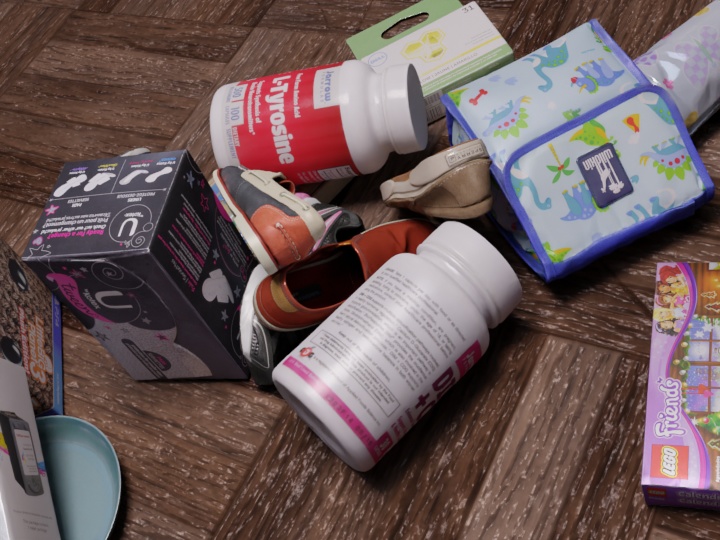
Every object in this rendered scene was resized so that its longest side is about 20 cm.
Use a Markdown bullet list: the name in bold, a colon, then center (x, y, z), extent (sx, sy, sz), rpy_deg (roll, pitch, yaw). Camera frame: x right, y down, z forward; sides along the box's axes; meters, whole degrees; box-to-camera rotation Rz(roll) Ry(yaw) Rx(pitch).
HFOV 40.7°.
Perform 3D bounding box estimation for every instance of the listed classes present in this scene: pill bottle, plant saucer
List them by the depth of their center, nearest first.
- **pill bottle**: center (0.034, 0.059, 0.806), extent (0.200, 0.114, 0.113), rpy_deg (-43, 50, -13)
- **plant saucer**: center (-0.299, 0.224, 0.868), extent (0.199, 0.027, 0.201), rpy_deg (-11, 51, 14)
- **pill bottle**: center (-0.039, -0.146, 0.965), extent (0.199, 0.112, 0.113), rpy_deg (-8, 51, 16)

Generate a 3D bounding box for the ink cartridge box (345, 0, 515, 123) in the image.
- **ink cartridge box**: center (0.069, -0.251, 1.084), extent (0.145, 0.048, 0.200), rpy_deg (-26, 51, 2)

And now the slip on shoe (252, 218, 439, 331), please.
- **slip on shoe**: center (0.000, 0.000, 0.862), extent (0.199, 0.061, 0.074), rpy_deg (-19, 81, -30)

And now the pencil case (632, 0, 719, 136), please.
- **pencil case**: center (0.340, -0.203, 0.911), extent (0.200, 0.083, 0.091), rpy_deg (-35, 86, -7)

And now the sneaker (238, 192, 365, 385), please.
- **sneaker**: center (-0.049, 0.013, 0.905), extent (0.086, 0.080, 0.201), rpy_deg (9, 62, 15)

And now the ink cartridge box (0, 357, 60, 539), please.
- **ink cartridge box**: center (-0.344, 0.188, 0.807), extent (0.147, 0.086, 0.201), rpy_deg (-24, 68, 5)

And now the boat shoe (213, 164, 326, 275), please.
- **boat shoe**: center (-0.083, -0.057, 0.863), extent (0.062, 0.071, 0.200), rpy_deg (-34, 27, -3)

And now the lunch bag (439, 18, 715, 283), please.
- **lunch bag**: center (0.190, -0.102, 0.871), extent (0.170, 0.128, 0.200), rpy_deg (-27, 61, -3)

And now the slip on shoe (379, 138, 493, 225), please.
- **slip on shoe**: center (0.072, -0.068, 0.877), extent (0.076, 0.200, 0.061), rpy_deg (-22, 91, -16)

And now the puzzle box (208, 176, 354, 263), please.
- **puzzle box**: center (-0.090, -0.092, 1.036), extent (0.133, 0.025, 0.200), rpy_deg (29, 68, 36)

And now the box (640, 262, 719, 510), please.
- **box**: center (0.289, 0.083, 0.731), extent (0.136, 0.039, 0.201), rpy_deg (-1, 53, 23)

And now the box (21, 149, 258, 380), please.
- **box**: center (-0.185, 0.004, 0.880), extent (0.132, 0.200, 0.115), rpy_deg (-4, 51, 20)

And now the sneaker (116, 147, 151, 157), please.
- **sneaker**: center (-0.270, -0.050, 1.059), extent (0.079, 0.078, 0.200), rpy_deg (24, 56, 2)

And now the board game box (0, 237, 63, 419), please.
- **board game box**: center (-0.380, 0.047, 0.926), extent (0.096, 0.200, 0.160), rpy_deg (-22, 49, 5)
